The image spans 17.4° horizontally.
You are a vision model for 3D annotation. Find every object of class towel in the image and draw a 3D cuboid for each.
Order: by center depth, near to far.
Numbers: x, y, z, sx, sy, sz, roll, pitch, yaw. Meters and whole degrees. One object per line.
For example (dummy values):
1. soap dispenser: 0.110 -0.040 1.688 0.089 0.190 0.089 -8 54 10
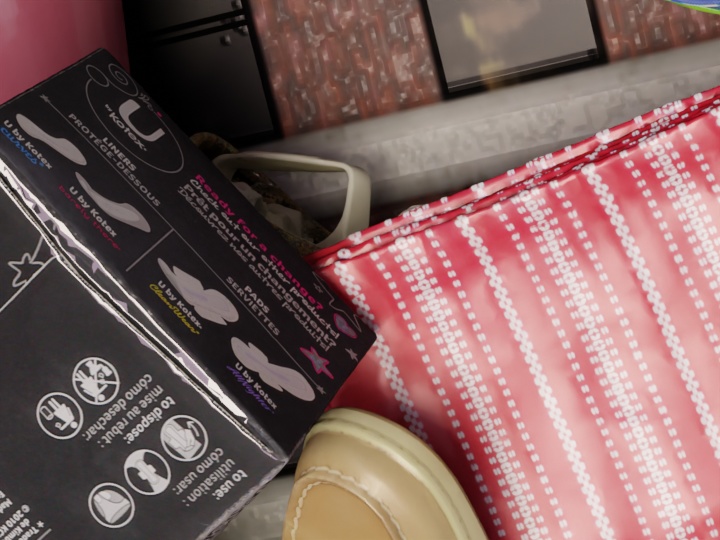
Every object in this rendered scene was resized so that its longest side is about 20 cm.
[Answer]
1. towel: 0.085 0.031 0.717 0.199 0.022 0.146 -22 90 18

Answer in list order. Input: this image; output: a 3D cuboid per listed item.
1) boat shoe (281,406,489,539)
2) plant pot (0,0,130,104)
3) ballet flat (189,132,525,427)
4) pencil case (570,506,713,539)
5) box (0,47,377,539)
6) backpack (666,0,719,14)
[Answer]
1. boat shoe: 0.002 0.137 0.719 0.073 0.063 0.201 16 126 35
2. plant pot: -0.160 -0.082 0.804 0.198 0.200 0.180 -9 117 16
3. ballet flat: 0.000 0.000 0.810 0.199 0.070 0.071 24 110 37
4. pencil case: 0.166 0.097 0.757 0.198 0.087 0.079 8 126 14
5. box: -0.114 0.053 0.710 0.132 0.115 0.200 46 113 -3
6. backpack: 0.082 -0.157 0.686 0.199 0.154 0.164 34 105 -8
